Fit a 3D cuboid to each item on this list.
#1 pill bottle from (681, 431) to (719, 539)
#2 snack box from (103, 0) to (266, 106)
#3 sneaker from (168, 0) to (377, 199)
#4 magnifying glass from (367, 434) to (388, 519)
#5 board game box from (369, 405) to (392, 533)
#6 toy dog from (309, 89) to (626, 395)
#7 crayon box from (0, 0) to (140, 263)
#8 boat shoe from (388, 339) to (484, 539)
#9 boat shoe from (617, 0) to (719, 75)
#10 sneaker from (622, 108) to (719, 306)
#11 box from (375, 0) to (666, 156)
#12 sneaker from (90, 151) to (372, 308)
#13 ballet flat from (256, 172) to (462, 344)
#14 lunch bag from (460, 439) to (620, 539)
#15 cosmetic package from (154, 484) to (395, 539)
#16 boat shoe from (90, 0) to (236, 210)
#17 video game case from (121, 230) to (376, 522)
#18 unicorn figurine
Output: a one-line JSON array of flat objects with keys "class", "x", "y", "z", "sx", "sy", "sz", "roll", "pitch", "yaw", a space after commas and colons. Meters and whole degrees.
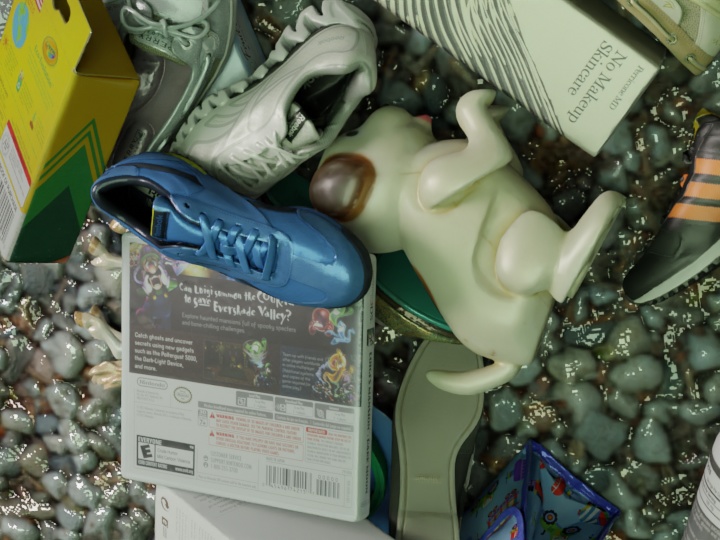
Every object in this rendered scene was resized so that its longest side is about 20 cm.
[{"class": "pill bottle", "x": 0.294, "y": 0.174, "z": 1.138, "sx": 0.115, "sy": 0.116, "sz": 0.201, "roll": 17, "pitch": 112, "yaw": 9}, {"class": "snack box", "x": -0.147, "y": -0.151, "z": 1.182, "sx": 0.141, "sy": 0.053, "sz": 0.201, "roll": -18, "pitch": 104, "yaw": 19}, {"class": "sneaker", "x": -0.063, "y": -0.095, "z": 1.104, "sx": 0.075, "sy": 0.081, "sz": 0.200, "roll": 33, "pitch": 112, "yaw": -32}, {"class": "magnifying glass", "x": -0.020, "y": 0.104, "z": 1.202, "sx": 0.079, "sy": 0.022, "sz": 0.201, "roll": 5, "pitch": 118, "yaw": 13}, {"class": "board game box", "x": -0.035, "y": 0.166, "z": 1.271, "sx": 0.157, "sy": 0.039, "sz": 0.201, "roll": 26, "pitch": 119, "yaw": 1}, {"class": "toy dog", "x": 0.062, "y": -0.034, "z": 1.121, "sx": 0.199, "sy": 0.139, "sz": 0.195, "roll": 31, "pitch": 106, "yaw": 9}, {"class": "crayon box", "x": -0.212, "y": -0.119, "z": 1.116, "sx": 0.201, "sy": 0.051, "sz": 0.127, "roll": -61, "pitch": 42, "yaw": 36}, {"class": "boat shoe", "x": 0.051, "y": 0.141, "z": 1.195, "sx": 0.066, "sy": 0.057, "sz": 0.201, "roll": 9, "pitch": 72, "yaw": -4}, {"class": "boat shoe", "x": 0.157, "y": -0.204, "z": 1.072, "sx": 0.200, "sy": 0.073, "sz": 0.063, "roll": 28, "pitch": 109, "yaw": -4}, {"class": "sneaker", "x": 0.245, "y": -0.061, "z": 1.105, "sx": 0.200, "sy": 0.070, "sz": 0.090, "roll": -42, "pitch": 79, "yaw": 23}, {"class": "box", "x": 0.105, "y": -0.171, "z": 1.098, "sx": 0.199, "sy": 0.068, "sz": 0.082, "roll": 35, "pitch": 112, "yaw": 2}, {"class": "sneaker", "x": -0.089, "y": -0.020, "z": 1.060, "sx": 0.199, "sy": 0.078, "sz": 0.066, "roll": 25, "pitch": 112, "yaw": 22}, {"class": "ballet flat", "x": 0.000, "y": 0.000, "z": 1.193, "sx": 0.199, "sy": 0.071, "sz": 0.071, "roll": 34, "pitch": 114, "yaw": 1}, {"class": "lunch bag", "x": 0.099, "y": 0.240, "z": 1.168, "sx": 0.094, "sy": 0.200, "sz": 0.151, "roll": 39, "pitch": 113, "yaw": -1}, {"class": "cosmetic package", "x": -0.053, "y": 0.207, "z": 1.160, "sx": 0.200, "sy": 0.101, "sz": 0.075, "roll": 33, "pitch": 129, "yaw": 42}, {"class": "boat shoe", "x": -0.143, "y": -0.135, "z": 1.121, "sx": 0.074, "sy": 0.065, "sz": 0.203, "roll": 28, "pitch": 115, "yaw": 4}, {"class": "video game case", "x": -0.082, "y": 0.070, "z": 1.128, "sx": 0.199, "sy": 0.023, "sz": 0.183, "roll": 6, "pitch": 100, "yaw": 28}, {"class": "unicorn figurine", "x": -0.145, "y": 0.017, "z": 1.234, "sx": 0.137, "sy": 0.074, "sz": 0.201, "roll": 21, "pitch": 132, "yaw": 11}]
